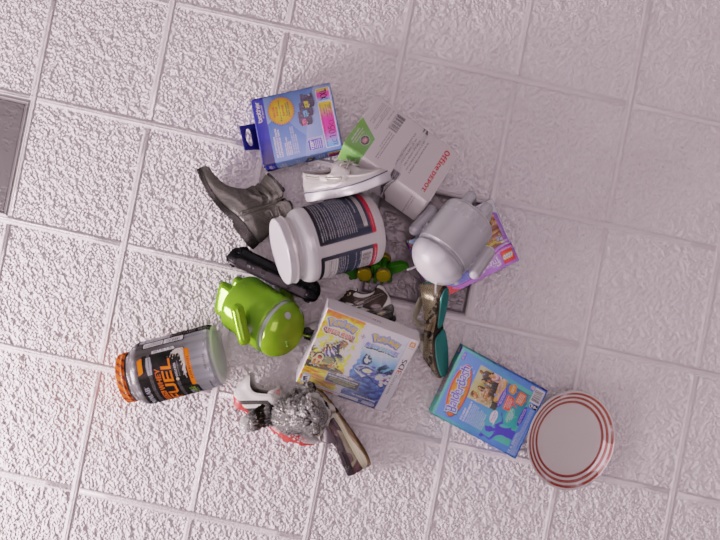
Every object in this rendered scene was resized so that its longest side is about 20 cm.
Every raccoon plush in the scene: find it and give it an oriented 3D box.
[{"bbox_3d":[-0.136,0.287,1.235,0.197,0.134,0.098,-28,91,0],"label":"raccoon plush"}]

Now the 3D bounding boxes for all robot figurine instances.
[{"bbox_3d":[0.174,-0.056,1.267,0.168,0.113,0.201,34,76,20],"label":"robot figurine"},{"bbox_3d":[-0.193,0.090,1.296,0.197,0.174,0.118,30,115,22],"label":"robot figurine"}]

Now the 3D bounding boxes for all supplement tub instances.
[{"bbox_3d":[-0.372,0.189,1.307,0.195,0.123,0.126,-15,90,0],"label":"supplement tub"},{"bbox_3d":[-0.063,-0.060,1.262,0.196,0.140,0.144,-15,90,-21],"label":"supplement tub"}]

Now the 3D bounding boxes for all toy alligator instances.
[{"bbox_3d":[0.000,0.000,1.348,0.194,0.060,0.055,2,130,0],"label":"toy alligator"}]

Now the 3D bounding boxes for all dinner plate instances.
[{"bbox_3d":[0.428,0.344,1.349,0.195,0.024,0.206,0,92,-11],"label":"dinner plate"}]

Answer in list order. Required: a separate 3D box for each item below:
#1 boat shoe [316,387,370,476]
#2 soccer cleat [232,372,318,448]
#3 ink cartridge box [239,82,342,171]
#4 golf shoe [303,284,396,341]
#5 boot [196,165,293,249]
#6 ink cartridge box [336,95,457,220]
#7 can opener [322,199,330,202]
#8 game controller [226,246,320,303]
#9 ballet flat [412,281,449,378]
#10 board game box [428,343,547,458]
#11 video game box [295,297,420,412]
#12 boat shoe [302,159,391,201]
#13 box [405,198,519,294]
[{"bbox_3d":[-0.054,0.324,1.334,0.064,0.072,0.202,-35,96,-6],"label":"boat shoe"},{"bbox_3d":[-0.165,0.282,1.334,0.197,0.069,0.087,30,100,5],"label":"soccer cleat"},{"bbox_3d":[-0.141,-0.284,1.337,0.195,0.076,0.140,-13,90,1],"label":"ink cartridge box"},{"bbox_3d":[-0.029,0.089,1.344,0.195,0.078,0.097,-13,67,2],"label":"golf shoe"},{"bbox_3d":[-0.229,-0.156,1.346,0.130,0.068,0.201,-39,97,-6],"label":"boot"},{"bbox_3d":[0.072,-0.221,1.307,0.198,0.084,0.147,35,63,0],"label":"ink cartridge box"},{"bbox_3d":[-0.060,-0.131,1.351,0.052,0.066,0.202,33,91,-39],"label":"can opener"},{"bbox_3d":[-0.170,0.007,1.318,0.196,0.104,0.043,26,93,0],"label":"game controller"},{"bbox_3d":[0.141,0.116,1.333,0.074,0.068,0.205,9,114,29],"label":"ballet flat"},{"bbox_3d":[0.259,0.264,1.349,0.197,0.045,0.155,28,90,-1],"label":"board game box"},{"bbox_3d":[-0.006,0.169,1.297,0.196,0.047,0.185,20,113,-10],"label":"video game box"},{"bbox_3d":[-0.031,-0.179,1.260,0.197,0.071,0.067,-4,106,40],"label":"boat shoe"},{"bbox_3d":[0.207,-0.040,1.354,0.196,0.039,0.140,-25,89,-1],"label":"box"}]
